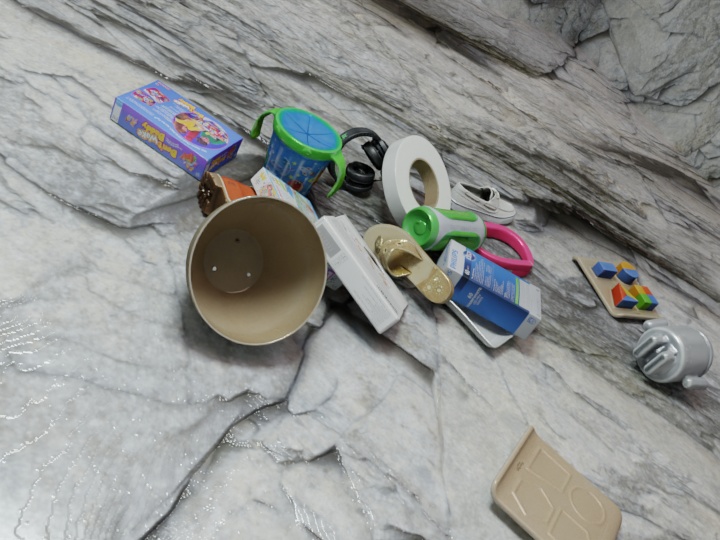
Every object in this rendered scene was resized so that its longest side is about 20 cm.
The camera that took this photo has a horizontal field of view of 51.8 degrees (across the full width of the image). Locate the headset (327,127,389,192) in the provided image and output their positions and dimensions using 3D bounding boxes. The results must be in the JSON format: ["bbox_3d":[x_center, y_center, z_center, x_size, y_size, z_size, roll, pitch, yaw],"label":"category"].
[{"bbox_3d":[0.011,-0.222,1.520,0.198,0.124,0.094,26,20,-42],"label":"headset"}]

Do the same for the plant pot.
[{"bbox_3d":[-0.162,-0.007,1.059,0.197,0.204,0.134,12,1,-27],"label":"plant pot"}]

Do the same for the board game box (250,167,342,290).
[{"bbox_3d":[-0.103,-0.071,1.251,0.134,0.034,0.202,35,22,-49],"label":"board game box"}]

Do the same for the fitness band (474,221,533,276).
[{"bbox_3d":[0.294,-0.050,1.597,0.197,0.038,0.145,6,41,-36],"label":"fitness band"}]

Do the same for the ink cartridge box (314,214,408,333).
[{"bbox_3d":[0.000,0.000,1.236,0.201,0.044,0.176,54,10,1],"label":"ink cartridge box"}]

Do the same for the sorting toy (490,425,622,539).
[{"bbox_3d":[0.288,0.348,1.091,0.200,0.037,0.184,45,35,10],"label":"sorting toy"}]

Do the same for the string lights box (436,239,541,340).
[{"bbox_3d":[0.235,0.033,1.369,0.198,0.059,0.103,29,33,-5],"label":"string lights box"}]

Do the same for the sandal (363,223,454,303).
[{"bbox_3d":[0.075,-0.021,1.310,0.211,0.078,0.069,41,10,25],"label":"sandal"}]

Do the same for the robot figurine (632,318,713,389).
[{"bbox_3d":[0.651,0.172,1.534,0.197,0.113,0.172,2,54,-37],"label":"robot figurine"}]

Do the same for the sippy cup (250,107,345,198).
[{"bbox_3d":[-0.119,-0.208,1.374,0.138,0.131,0.179,4,43,-37],"label":"sippy cup"}]

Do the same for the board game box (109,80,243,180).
[{"bbox_3d":[-0.330,-0.257,1.342,0.198,0.045,0.135,35,33,3],"label":"board game box"}]

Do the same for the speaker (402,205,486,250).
[{"bbox_3d":[0.166,-0.079,1.445,0.198,0.089,0.089,1,43,-51],"label":"speaker"}]

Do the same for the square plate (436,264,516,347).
[{"bbox_3d":[0.227,0.056,1.413,0.200,0.029,0.197,47,35,21],"label":"square plate"}]

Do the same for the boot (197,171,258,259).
[{"bbox_3d":[-0.191,-0.083,1.213,0.106,0.075,0.202,11,37,-36],"label":"boot"}]

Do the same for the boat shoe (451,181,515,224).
[{"bbox_3d":[0.288,-0.162,1.706,0.197,0.066,0.073,13,37,-27],"label":"boat shoe"}]

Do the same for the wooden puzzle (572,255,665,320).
[{"bbox_3d":[0.613,0.034,1.741,0.182,0.047,0.202,6,41,-34],"label":"wooden puzzle"}]

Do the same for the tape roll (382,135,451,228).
[{"bbox_3d":[0.116,-0.169,1.502,0.201,0.037,0.207,16,70,-49],"label":"tape roll"}]
